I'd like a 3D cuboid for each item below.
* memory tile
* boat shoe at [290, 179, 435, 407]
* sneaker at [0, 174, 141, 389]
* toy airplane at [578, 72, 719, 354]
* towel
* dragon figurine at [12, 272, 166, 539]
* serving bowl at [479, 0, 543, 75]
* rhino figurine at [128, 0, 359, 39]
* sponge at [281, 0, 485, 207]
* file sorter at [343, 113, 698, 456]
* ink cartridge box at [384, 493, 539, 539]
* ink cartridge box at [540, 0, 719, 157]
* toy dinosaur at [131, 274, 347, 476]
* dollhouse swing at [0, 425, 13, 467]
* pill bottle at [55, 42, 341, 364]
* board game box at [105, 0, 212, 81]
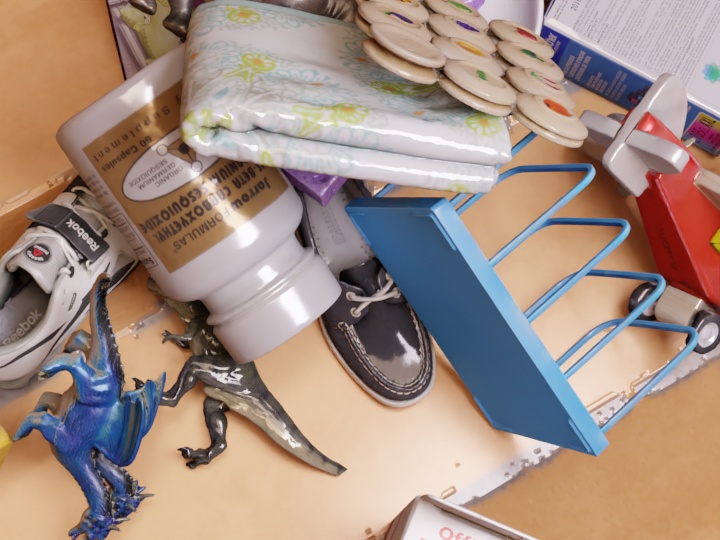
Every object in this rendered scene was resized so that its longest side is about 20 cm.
[{"bbox_3d":[0.066,-0.143,1.044,0.153,0.200,0.017,22,113,-12],"label":"memory tile"},{"bbox_3d":[0.000,0.000,1.169,0.074,0.060,0.200,-18,78,-8],"label":"boat shoe"},{"bbox_3d":[-0.203,-0.009,1.134,0.074,0.089,0.200,30,80,6],"label":"sneaker"},{"bbox_3d":[0.238,-0.058,1.133,0.141,0.199,0.200,-37,80,-16],"label":"toy airplane"},{"bbox_3d":[-0.011,-0.111,1.023,0.199,0.171,0.048,7,117,-8],"label":"towel"},{"bbox_3d":[-0.165,0.091,1.092,0.099,0.059,0.200,27,112,0],"label":"dragon figurine"},{"bbox_3d":[0.035,-0.183,1.209,0.200,0.066,0.201,-2,76,6],"label":"serving bowl"},{"bbox_3d":[-0.052,-0.180,1.125,0.200,0.060,0.088,24,83,6],"label":"rhino figurine"},{"bbox_3d":[-0.008,-0.157,1.159,0.111,0.030,0.200,36,83,15],"label":"sponge"},{"bbox_3d":[0.113,0.003,1.105,0.123,0.139,0.200,-39,107,-17],"label":"file sorter"},{"bbox_3d":[0.070,0.201,1.051,0.116,0.200,0.068,22,75,2],"label":"ink cartridge box"},{"bbox_3d":[0.217,-0.195,1.228,0.200,0.076,0.137,29,75,2],"label":"ink cartridge box"},{"bbox_3d":[-0.102,0.085,1.150,0.088,0.047,0.200,-36,84,-19],"label":"toy dinosaur"},{"bbox_3d":[-0.345,0.073,1.066,0.182,0.176,0.200,-38,82,-13],"label":"dollhouse swing"},{"bbox_3d":[-0.104,-0.042,1.108,0.114,0.114,0.200,-37,99,-12],"label":"pill bottle"},{"bbox_3d":[-0.122,-0.172,1.223,0.120,0.032,0.200,-13,77,-12],"label":"board game box"}]
